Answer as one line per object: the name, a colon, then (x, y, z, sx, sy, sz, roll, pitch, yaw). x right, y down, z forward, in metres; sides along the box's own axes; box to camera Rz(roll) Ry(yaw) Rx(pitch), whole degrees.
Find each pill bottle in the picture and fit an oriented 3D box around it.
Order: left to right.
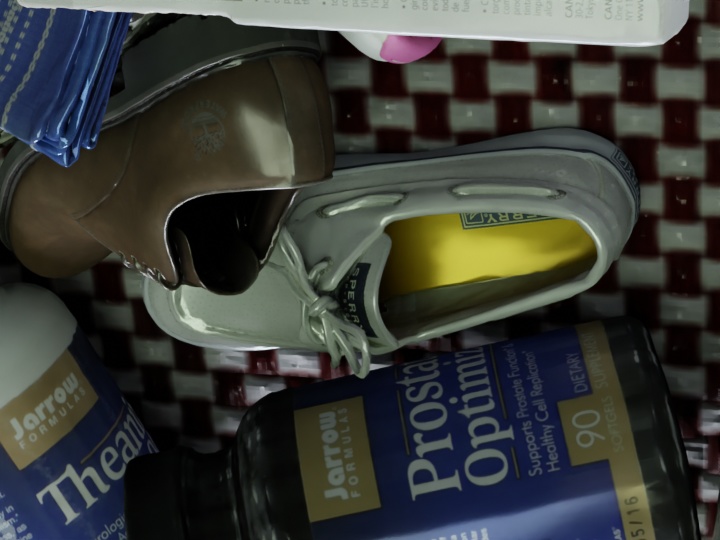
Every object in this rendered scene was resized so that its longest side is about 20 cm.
pill bottle: (-0.144, 0.076, 0.863, 0.111, 0.111, 0.200, -22, 110, 25)
pill bottle: (0.019, 0.090, 0.797, 0.200, 0.112, 0.112, -13, 114, 3)

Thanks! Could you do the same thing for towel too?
towel: (-0.137, -0.133, 0.723, 0.200, 0.024, 0.145, 28, 105, 39)

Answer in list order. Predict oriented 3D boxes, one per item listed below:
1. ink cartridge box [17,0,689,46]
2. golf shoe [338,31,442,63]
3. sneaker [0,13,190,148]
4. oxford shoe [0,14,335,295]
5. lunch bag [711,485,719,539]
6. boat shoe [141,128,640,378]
ink cartridge box: (-0.004, -0.151, 0.618, 0.200, 0.050, 0.161, 5, 109, 18)
golf shoe: (-0.045, -0.151, 0.748, 0.091, 0.075, 0.200, -25, 107, 41)
sneaker: (-0.124, -0.102, 0.767, 0.200, 0.077, 0.089, -26, 92, 47)
oxford shoe: (-0.076, -0.024, 0.777, 0.200, 0.073, 0.085, -28, 76, 55)
lunch bag: (0.190, 0.054, 0.726, 0.117, 0.164, 0.200, 13, 121, 5)
boat shoe: (0.002, 0.004, 0.798, 0.202, 0.086, 0.075, -8, 114, 19)
